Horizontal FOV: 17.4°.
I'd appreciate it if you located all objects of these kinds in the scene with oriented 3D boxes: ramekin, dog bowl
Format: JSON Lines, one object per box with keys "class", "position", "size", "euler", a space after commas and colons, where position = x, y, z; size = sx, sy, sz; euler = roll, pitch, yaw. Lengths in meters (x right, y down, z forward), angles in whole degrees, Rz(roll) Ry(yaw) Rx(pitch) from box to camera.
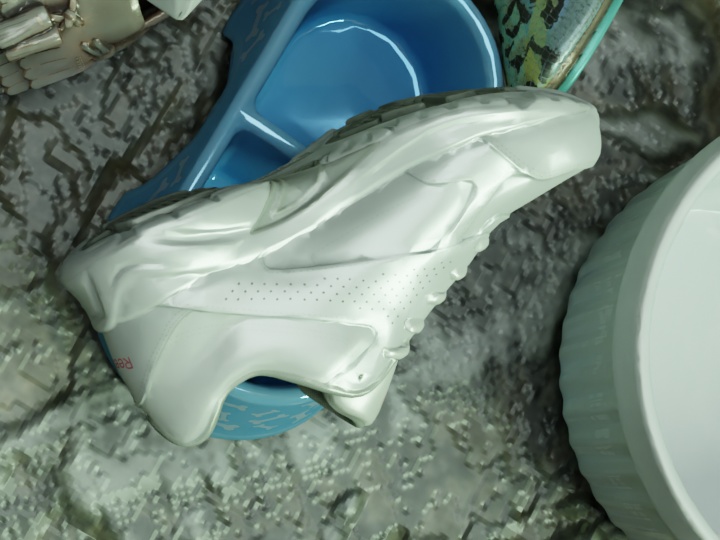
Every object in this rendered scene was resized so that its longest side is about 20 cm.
{"class": "ramekin", "position": [0.171, 0.039, 0.911], "size": [0.200, 0.105, 0.201], "euler": [3, 83, -22]}
{"class": "dog bowl", "position": [-0.018, -0.032, 0.875], "size": [0.111, 0.050, 0.200], "euler": [34, 73, -14]}

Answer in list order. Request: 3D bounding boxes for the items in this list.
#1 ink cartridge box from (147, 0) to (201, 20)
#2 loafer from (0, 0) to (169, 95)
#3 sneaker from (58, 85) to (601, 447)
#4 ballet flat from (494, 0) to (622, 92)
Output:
{"class": "ink cartridge box", "position": [-0.051, -0.223, 0.790], "size": [0.147, 0.145, 0.200], "euler": [33, 54, 4]}
{"class": "loafer", "position": [-0.083, -0.117, 0.840], "size": [0.200, 0.063, 0.072], "euler": [-36, 137, -23]}
{"class": "sneaker", "position": [0.000, 0.000, 0.820], "size": [0.200, 0.078, 0.100], "euler": [-23, 99, -13]}
{"class": "ballet flat", "position": [0.088, -0.151, 0.917], "size": [0.074, 0.074, 0.200], "euler": [39, 58, -13]}
